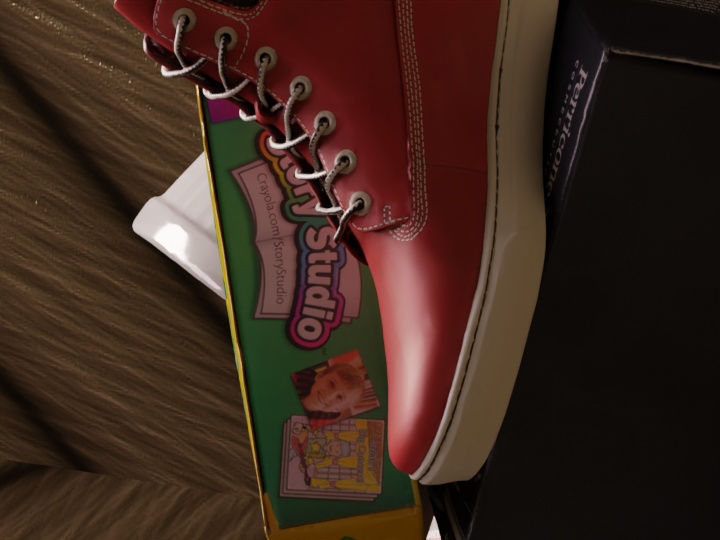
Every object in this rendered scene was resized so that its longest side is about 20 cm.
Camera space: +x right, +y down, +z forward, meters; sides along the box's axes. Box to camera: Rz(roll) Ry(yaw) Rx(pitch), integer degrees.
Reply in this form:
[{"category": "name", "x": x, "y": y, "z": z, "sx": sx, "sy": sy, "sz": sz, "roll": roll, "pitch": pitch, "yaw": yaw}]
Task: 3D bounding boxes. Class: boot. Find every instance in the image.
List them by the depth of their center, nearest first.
[{"category": "boot", "x": -0.014, "y": -0.034, "z": 0.773, "sx": 0.072, "sy": 0.144, "sz": 0.201, "roll": 129, "pitch": 148, "yaw": -63}]

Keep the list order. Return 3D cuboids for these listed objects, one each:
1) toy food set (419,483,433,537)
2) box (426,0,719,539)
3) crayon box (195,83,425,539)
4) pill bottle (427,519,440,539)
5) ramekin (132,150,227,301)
[{"category": "toy food set", "x": -0.004, "y": 0.093, "z": 1.295, "sx": 0.143, "sy": 0.060, "sz": 0.201, "roll": 32, "pitch": -106, "yaw": -63}, {"category": "box", "x": 0.099, "y": -0.005, "z": 0.869, "sx": 0.197, "sy": 0.123, "sz": 0.201, "roll": -109, "pitch": 30, "yaw": -67}, {"category": "crayon box", "x": -0.019, "y": 0.023, "z": 0.887, "sx": 0.173, "sy": 0.058, "sz": 0.201, "roll": 81, "pitch": 178, "yaw": -68}, {"category": "pill bottle", "x": 0.086, "y": 0.120, "z": 1.529, "sx": 0.111, "sy": 0.110, "sz": 0.201, "roll": 102, "pitch": 176, "yaw": -67}, {"category": "ramekin", "x": 0.000, "y": 0.000, "z": 1.119, "sx": 0.094, "sy": 0.202, "sz": 0.202, "roll": -54, "pitch": 1, "yaw": -1}]
